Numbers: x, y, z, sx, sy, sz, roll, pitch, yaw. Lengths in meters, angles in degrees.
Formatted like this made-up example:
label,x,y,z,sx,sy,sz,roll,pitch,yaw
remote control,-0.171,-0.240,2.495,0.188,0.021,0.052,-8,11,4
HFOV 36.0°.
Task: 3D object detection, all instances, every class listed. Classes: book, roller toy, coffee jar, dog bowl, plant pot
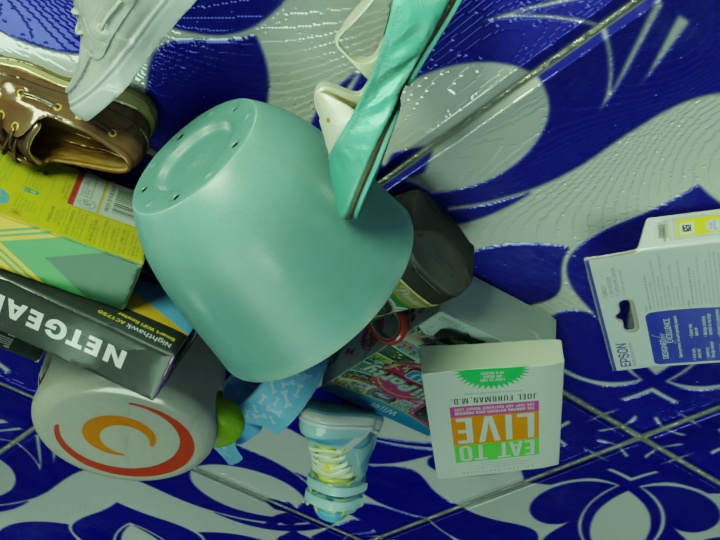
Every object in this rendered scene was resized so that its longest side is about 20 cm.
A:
label,x,y,z,sx,sy,sz,roll,pitch,yaw
book,0.134,0.137,1.106,0.133,0.048,0.200,-4,142,6
roller toy,-0.228,0.109,1.110,0.182,0.140,0.200,-17,135,22
coffee jar,0.000,0.000,1.006,0.200,0.085,0.104,-19,135,33
dog bowl,-0.109,0.134,1.192,0.050,0.112,0.200,35,137,-14
plant pot,-0.083,-0.039,0.888,0.200,0.201,0.161,-19,127,32

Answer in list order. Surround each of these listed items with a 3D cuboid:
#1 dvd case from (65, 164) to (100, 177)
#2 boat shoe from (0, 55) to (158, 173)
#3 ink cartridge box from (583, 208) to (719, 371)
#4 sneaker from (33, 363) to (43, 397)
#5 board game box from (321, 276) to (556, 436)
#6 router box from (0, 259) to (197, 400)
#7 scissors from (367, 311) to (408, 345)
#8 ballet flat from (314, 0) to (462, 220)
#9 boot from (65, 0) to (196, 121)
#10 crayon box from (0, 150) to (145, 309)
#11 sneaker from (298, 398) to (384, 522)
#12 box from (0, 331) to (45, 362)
label,x,y,z,sx,sy,sz,roll,pitch,yaw
dvd case,-0.255,-0.028,1.065,0.200,0.025,0.150,34,136,-30
boat shoe,-0.269,-0.123,0.902,0.200,0.068,0.072,10,144,-3
ink cartridge box,0.318,0.019,1.014,0.200,0.047,0.198,-4,143,18
sneaker,-0.291,0.169,1.291,0.199,0.080,0.130,25,142,-22
board game box,0.077,0.086,1.127,0.147,0.064,0.200,27,141,-24
router box,-0.236,0.020,0.947,0.200,0.149,0.051,25,112,-3
scissors,-0.021,0.030,1.102,0.200,0.073,0.014,5,178,43
ballet flat,0.007,-0.136,0.792,0.070,0.067,0.200,24,107,-4
boot,-0.184,-0.197,0.798,0.096,0.074,0.200,33,128,-22
crayon box,-0.275,-0.049,0.917,0.200,0.127,0.051,21,116,-14
sneaker,-0.028,0.209,1.197,0.079,0.131,0.200,12,173,18
box,-0.405,0.004,1.001,0.193,0.048,0.200,28,175,29
